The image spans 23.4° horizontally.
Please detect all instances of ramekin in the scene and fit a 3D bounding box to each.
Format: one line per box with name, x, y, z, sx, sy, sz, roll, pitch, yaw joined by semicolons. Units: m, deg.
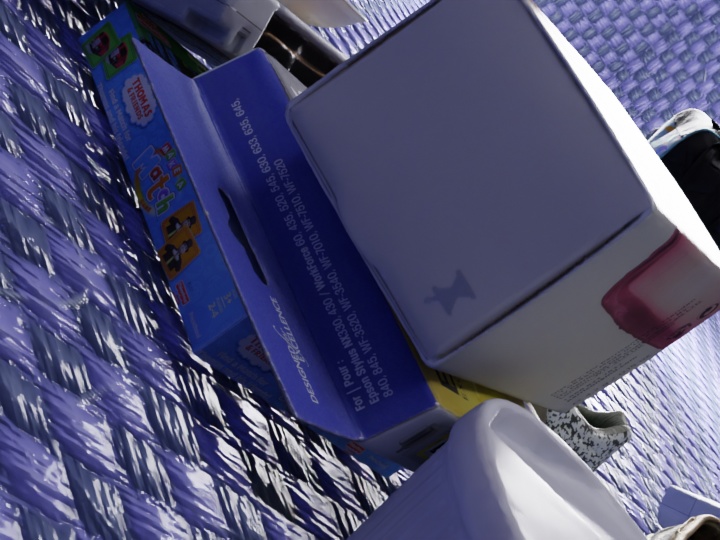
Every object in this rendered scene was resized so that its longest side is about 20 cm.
ramekin;0.069;0.155;0.655;0.203;0.094;0.203;49;15;-18

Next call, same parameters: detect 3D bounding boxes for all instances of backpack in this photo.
backpack;0.319;-0.045;1.762;0.176;0.200;0.153;42;10;-14

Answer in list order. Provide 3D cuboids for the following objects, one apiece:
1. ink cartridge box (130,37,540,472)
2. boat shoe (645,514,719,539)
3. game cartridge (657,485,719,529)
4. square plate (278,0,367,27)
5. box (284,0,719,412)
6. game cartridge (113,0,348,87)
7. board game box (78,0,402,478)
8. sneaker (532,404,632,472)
ink cartridge box;0.000;0.000;0.756;0.200;0.047;0.198;38;22;-57
boat shoe;0.199;0.196;1.043;0.074;0.066;0.200;52;14;-8
game cartridge;0.310;0.207;1.228;0.133;0.041;0.200;28;-5;-36
square plate;-0.113;-0.185;0.866;0.199;0.029;0.198;30;1;25
box;0.074;-0.027;0.753;0.128;0.109;0.200;60;13;19
game cartridge;-0.074;-0.127;0.874;0.133;0.042;0.200;35;3;23
board game box;-0.048;-0.015;0.798;0.151;0.037;0.201;39;21;-49
sneaker;0.076;0.045;0.953;0.200;0.088;0.077;48;15;-20
